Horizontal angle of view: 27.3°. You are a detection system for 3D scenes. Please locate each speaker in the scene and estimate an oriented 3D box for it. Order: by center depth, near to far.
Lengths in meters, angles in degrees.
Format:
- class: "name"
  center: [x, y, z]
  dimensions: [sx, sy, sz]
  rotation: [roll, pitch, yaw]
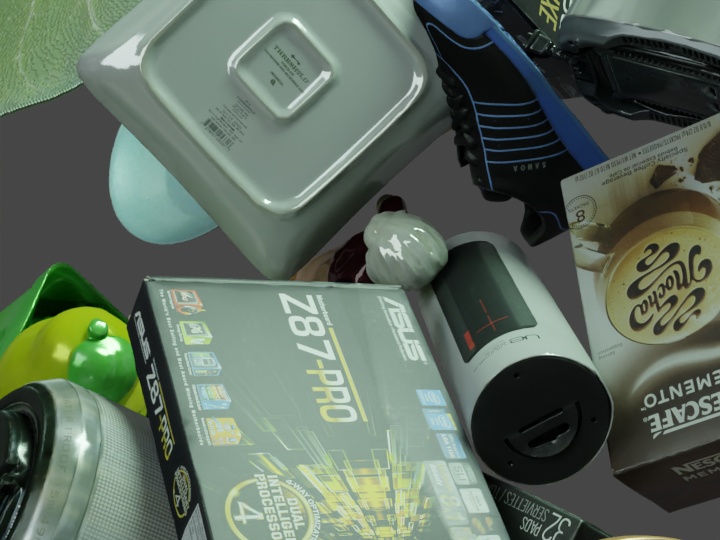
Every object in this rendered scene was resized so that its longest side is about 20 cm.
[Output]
- class: "speaker"
  center: [0.087, 0.047, 0.881]
  dimensions: [0.081, 0.081, 0.200]
  rotation: [-44, 20, 11]

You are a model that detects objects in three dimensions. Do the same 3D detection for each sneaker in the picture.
- class: "sneaker"
  center: [0.085, -0.097, 0.936]
  dimensions: [0.078, 0.200, 0.070]
  rotation: [-40, 26, 7]

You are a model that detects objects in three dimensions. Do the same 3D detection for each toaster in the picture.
- class: "toaster"
  center: [0.214, -0.158, 0.912]
  dimensions: [0.200, 0.114, 0.129]
  rotation: [19, 75, 29]

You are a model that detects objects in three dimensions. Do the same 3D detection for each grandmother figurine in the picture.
- class: "grandmother figurine"
  center: [0.000, 0.000, 0.989]
  dimensions: [0.200, 0.060, 0.122]
  rotation: [-19, 48, 66]

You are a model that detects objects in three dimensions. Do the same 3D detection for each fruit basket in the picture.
- class: "fruit basket"
  center: [-0.186, 0.096, 0.943]
  dimensions: [0.215, 0.156, 0.216]
  rotation: [-28, 35, 22]

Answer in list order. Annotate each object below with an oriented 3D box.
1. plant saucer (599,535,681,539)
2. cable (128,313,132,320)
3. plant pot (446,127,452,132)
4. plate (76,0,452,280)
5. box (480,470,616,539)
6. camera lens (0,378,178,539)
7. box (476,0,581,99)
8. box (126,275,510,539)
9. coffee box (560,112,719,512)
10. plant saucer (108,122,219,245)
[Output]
- class: "plant saucer"
  center: [0.132, 0.231, 0.742]
  dimensions: [0.201, 0.200, 0.037]
  rotation: [-63, 14, -8]
- class: "cable"
  center: [-0.145, 0.120, 1.052]
  dimensions: [0.097, 0.050, 0.200]
  rotation: [-49, 49, 3]
- class: "plant pot"
  center: [0.005, -0.158, 1.057]
  dimensions: [0.141, 0.200, 0.201]
  rotation: [1, 66, 14]
- class: "plate"
  center: [-0.049, -0.127, 0.957]
  dimensions: [0.200, 0.200, 0.032]
  rotation: [-43, 4, -2]
- class: "box"
  center: [0.056, 0.220, 0.834]
  dimensions: [0.148, 0.124, 0.200]
  rotation: [21, 81, 44]
- class: "camera lens"
  center: [-0.132, 0.163, 0.813]
  dimensions: [0.160, 0.200, 0.160]
  rotation: [-39, 35, 34]
- class: "box"
  center: [0.121, -0.240, 1.012]
  dimensions: [0.050, 0.158, 0.201]
  rotation: [-5, 63, 37]
- class: "box"
  center: [-0.026, 0.090, 0.782]
  dimensions: [0.200, 0.161, 0.049]
  rotation: [-111, 35, -42]
- class: "coffee box"
  center: [0.195, 0.025, 0.861]
  dimensions: [0.113, 0.080, 0.201]
  rotation: [-23, 54, 26]
- class: "plant saucer"
  center: [-0.120, -0.106, 1.210]
  dimensions: [0.201, 0.039, 0.202]
  rotation: [-18, 57, 30]
